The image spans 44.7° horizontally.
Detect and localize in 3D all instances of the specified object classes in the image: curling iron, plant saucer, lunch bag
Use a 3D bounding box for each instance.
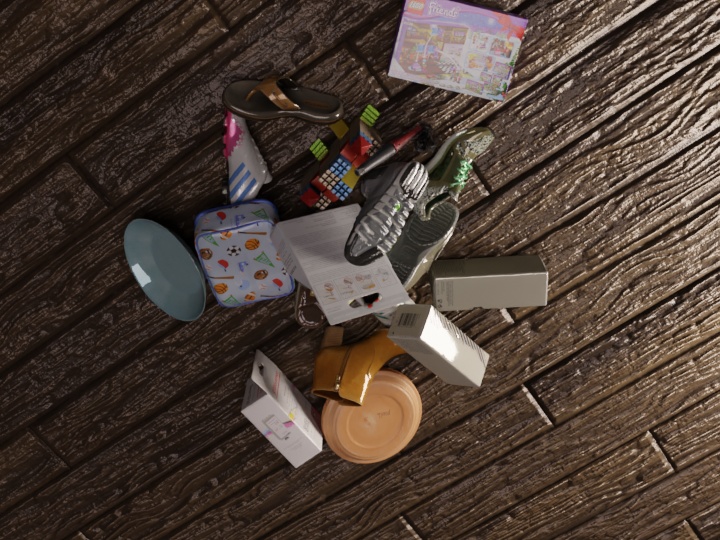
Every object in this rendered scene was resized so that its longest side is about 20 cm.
[{"bbox_3d":[0.060,-0.193,1.413,0.050,0.200,0.026,47,137,14],"label":"curling iron"},{"bbox_3d":[-0.330,-0.007,1.522,0.200,0.039,0.202,25,134,29],"label":"plant saucer"},{"bbox_3d":[-0.193,-0.026,1.510,0.159,0.076,0.201,-14,136,-1],"label":"lunch bag"},{"bbox_3d":[0.024,0.281,1.671,0.199,0.032,0.202,-7,113,-16],"label":"plant saucer"}]

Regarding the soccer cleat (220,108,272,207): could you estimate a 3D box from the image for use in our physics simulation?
[{"bbox_3d":[-0.191,-0.187,1.471,0.086,0.070,0.201,-2,120,-9],"label":"soccer cleat"}]

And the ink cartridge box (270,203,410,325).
[{"bbox_3d":[-0.035,-0.006,1.430,0.162,0.201,0.057,-16,160,-31],"label":"ink cartridge box"}]

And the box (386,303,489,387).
[{"bbox_3d":[0.142,0.135,1.565,0.082,0.069,0.200,1,151,43],"label":"box"}]

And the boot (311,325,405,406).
[{"bbox_3d":[0.015,0.179,1.588,0.200,0.145,0.071,4,150,4],"label":"boot"}]

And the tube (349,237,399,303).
[{"bbox_3d":[0.000,0.000,1.490,0.058,0.200,0.052,29,132,25],"label":"tube"}]

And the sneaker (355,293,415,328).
[{"bbox_3d":[0.037,0.061,1.566,0.070,0.094,0.200,-41,108,16],"label":"sneaker"}]

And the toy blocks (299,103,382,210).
[{"bbox_3d":[-0.033,-0.168,1.438,0.100,0.137,0.200,39,109,-17],"label":"toy blocks"}]

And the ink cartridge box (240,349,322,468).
[{"bbox_3d":[-0.157,0.256,1.639,0.067,0.117,0.200,-35,109,13],"label":"ink cartridge box"}]

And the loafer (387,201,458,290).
[{"bbox_3d":[0.098,-0.037,1.513,0.075,0.070,0.200,35,74,17],"label":"loafer"}]

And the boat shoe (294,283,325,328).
[{"bbox_3d":[-0.077,-0.001,1.550,0.074,0.075,0.204,19,90,-12],"label":"boat shoe"}]

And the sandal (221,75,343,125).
[{"bbox_3d":[-0.122,-0.280,1.412,0.199,0.082,0.055,8,144,-7],"label":"sandal"}]

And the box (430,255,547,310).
[{"bbox_3d":[0.225,0.022,1.551,0.198,0.082,0.069,-2,114,1],"label":"box"}]

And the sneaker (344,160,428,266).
[{"bbox_3d":[0.022,-0.099,1.450,0.200,0.115,0.075,-52,125,-10],"label":"sneaker"}]

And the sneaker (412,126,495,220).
[{"bbox_3d":[0.155,-0.156,1.463,0.200,0.089,0.077,-41,149,21],"label":"sneaker"}]

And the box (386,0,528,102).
[{"bbox_3d":[0.154,-0.361,1.408,0.199,0.039,0.138,12,114,-6],"label":"box"}]
